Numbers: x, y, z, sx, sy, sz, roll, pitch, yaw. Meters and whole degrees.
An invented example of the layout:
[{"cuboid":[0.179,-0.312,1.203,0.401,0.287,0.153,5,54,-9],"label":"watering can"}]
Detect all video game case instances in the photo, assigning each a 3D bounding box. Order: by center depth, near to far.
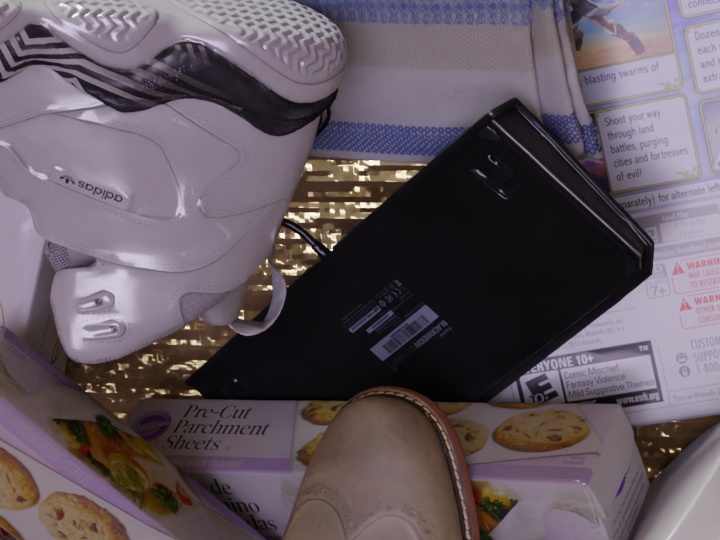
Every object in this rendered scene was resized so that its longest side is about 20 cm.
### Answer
[{"cuboid":[0.124,-0.046,0.790,0.199,0.045,0.182,-10,102,17],"label":"video game case"}]

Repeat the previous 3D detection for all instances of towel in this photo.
[{"cuboid":[-0.005,-0.122,0.740,0.146,0.024,0.201,4,124,27],"label":"towel"}]

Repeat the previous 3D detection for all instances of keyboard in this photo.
[{"cuboid":[0.000,0.000,0.802,0.127,0.021,0.200,42,135,-8],"label":"keyboard"}]

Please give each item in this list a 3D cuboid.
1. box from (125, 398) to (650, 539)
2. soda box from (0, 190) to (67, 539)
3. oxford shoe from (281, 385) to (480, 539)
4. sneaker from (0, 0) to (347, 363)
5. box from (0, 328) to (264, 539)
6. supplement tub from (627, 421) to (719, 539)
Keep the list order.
[{"cuboid":[0.002,0.072,0.820,0.199,0.041,0.039,-1,128,31],"label":"box"},{"cuboid":[-0.147,0.038,0.843,0.068,0.064,0.201,17,109,7],"label":"soda box"},{"cuboid":[-0.007,0.132,0.739,0.070,0.075,0.201,4,79,22],"label":"oxford shoe"},{"cuboid":[-0.108,-0.036,0.735,0.199,0.075,0.115,5,109,-9],"label":"sneaker"},{"cuboid":[-0.064,0.100,0.802,0.041,0.039,0.200,-39,111,22],"label":"box"},{"cuboid":[0.162,0.160,0.782,0.200,0.145,0.146,40,109,1],"label":"supplement tub"}]
